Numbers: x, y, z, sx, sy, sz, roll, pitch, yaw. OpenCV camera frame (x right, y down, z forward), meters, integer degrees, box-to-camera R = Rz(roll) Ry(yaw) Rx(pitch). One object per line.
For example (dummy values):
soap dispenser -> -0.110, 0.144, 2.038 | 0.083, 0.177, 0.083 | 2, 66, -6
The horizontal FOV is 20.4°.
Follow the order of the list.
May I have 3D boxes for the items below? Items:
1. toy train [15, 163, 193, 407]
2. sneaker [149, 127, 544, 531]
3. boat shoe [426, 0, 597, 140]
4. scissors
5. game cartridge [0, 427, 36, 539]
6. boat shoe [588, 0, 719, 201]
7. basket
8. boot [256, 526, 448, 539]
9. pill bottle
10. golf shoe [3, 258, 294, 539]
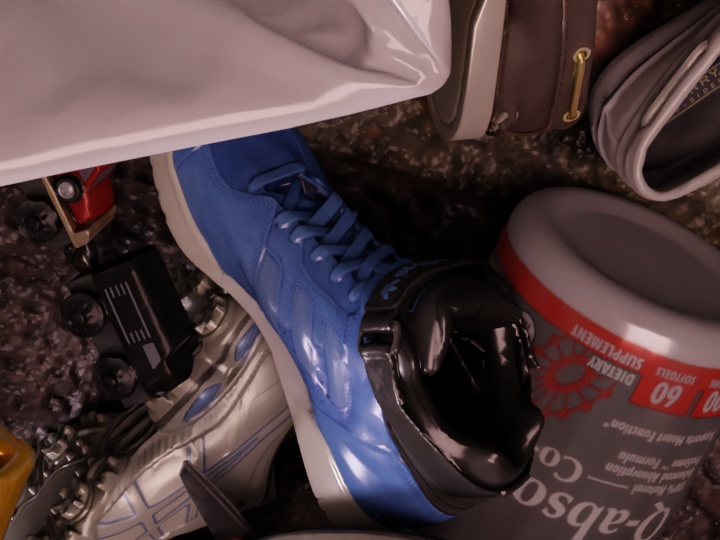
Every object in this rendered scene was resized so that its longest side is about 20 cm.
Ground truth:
toy train -> -0.112, -0.043, 0.746 | 0.046, 0.034, 0.201 | -19, 104, 24
sneaker -> 0.001, 0.000, 0.745 | 0.077, 0.111, 0.201 | -25, 92, -42
boat shoe -> 0.070, -0.139, 0.739 | 0.059, 0.072, 0.201 | -1, 122, -17
scissors -> -0.043, 0.112, 0.825 | 0.073, 0.014, 0.200 | -1, 152, -7
game cartridge -> -0.227, 0.098, 0.747 | 0.176, 0.032, 0.201 | 31, 121, 6
boat shoe -> 0.178, -0.099, 0.782 | 0.199, 0.066, 0.072 | -33, 118, 8
basket -> -0.088, -0.108, 0.502 | 0.199, 0.124, 0.136 | -10, 119, -2
boot -> -0.029, 0.189, 0.783 | 0.073, 0.155, 0.203 | 16, 152, -31
pill bottle -> 0.077, 0.077, 0.829 | 0.115, 0.116, 0.201 | 16, 116, -18
golf shoe -> -0.081, 0.091, 0.835 | 0.097, 0.078, 0.200 | 34, 109, -31
